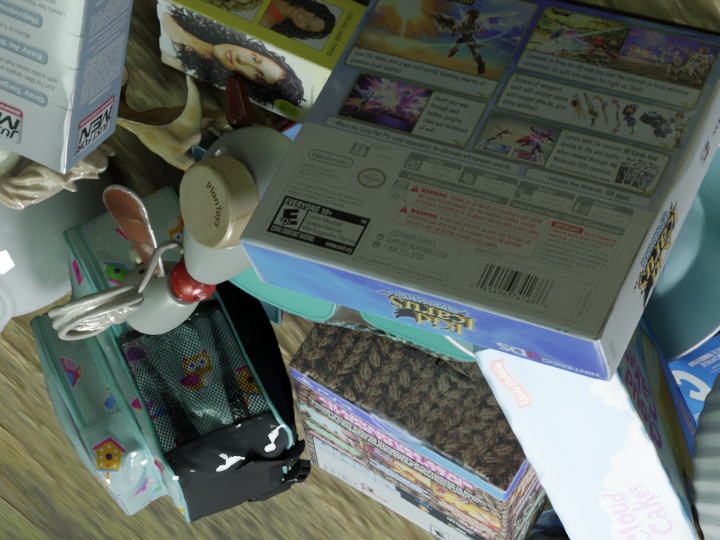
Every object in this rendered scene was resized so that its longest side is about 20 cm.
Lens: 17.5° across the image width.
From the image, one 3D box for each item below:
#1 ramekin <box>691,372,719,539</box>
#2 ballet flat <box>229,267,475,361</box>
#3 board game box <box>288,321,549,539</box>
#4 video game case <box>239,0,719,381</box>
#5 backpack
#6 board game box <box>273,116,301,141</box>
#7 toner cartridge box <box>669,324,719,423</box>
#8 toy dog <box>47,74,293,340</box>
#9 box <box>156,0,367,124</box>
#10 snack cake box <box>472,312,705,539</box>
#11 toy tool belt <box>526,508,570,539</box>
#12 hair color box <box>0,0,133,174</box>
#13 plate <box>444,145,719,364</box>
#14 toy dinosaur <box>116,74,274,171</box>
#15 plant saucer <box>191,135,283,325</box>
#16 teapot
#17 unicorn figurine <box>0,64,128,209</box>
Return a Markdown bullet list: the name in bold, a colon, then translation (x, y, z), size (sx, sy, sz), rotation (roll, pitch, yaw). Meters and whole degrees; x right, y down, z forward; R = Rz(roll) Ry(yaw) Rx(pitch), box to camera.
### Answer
- **ramekin**: translation (0.271, 0.107, 1.251), size (0.200, 0.201, 0.105), rotation (36, 163, -17)
- **ballet flat**: translation (0.000, 0.000, 1.425), size (0.199, 0.075, 0.074), rotation (22, 155, 10)
- **board game box**: translation (0.050, 0.095, 1.520), size (0.159, 0.097, 0.200), rotation (30, 162, 13)
- **video game case**: translation (0.067, -0.053, 1.166), size (0.199, 0.182, 0.046), rotation (16, 154, 25)
- **backpack**: translation (-0.129, 0.054, 1.510), size (0.152, 0.201, 0.176), rotation (-17, 166, -2)
- **board game box**: translation (0.028, -0.032, 1.440), size (0.200, 0.020, 0.103), rotation (37, 156, -17)
- **toner cartridge box**: translation (0.217, 0.068, 1.405), size (0.095, 0.043, 0.200), rotation (31, 155, -9)
- **toy dog**: translation (-0.091, -0.039, 1.333), size (0.199, 0.097, 0.132), rotation (-27, 164, 31)
- **box**: translation (-0.015, -0.113, 1.295), size (0.199, 0.050, 0.075), rotation (23, 155, 10)
- **snack cake box**: translation (0.124, 0.065, 1.258), size (0.067, 0.115, 0.201), rotation (-18, 128, 15)
- **toy tool belt**: translation (0.145, 0.210, 1.646), size (0.124, 0.124, 0.200), rotation (-13, 150, 10)
- **hair color box**: translation (-0.175, -0.163, 1.249), size (0.098, 0.061, 0.201), rotation (22, 124, 14)
- **plate**: translation (0.121, -0.020, 1.279), size (0.198, 0.026, 0.201), rotation (0, 131, 1)
- **toy dinosaur**: translation (-0.107, -0.080, 1.398), size (0.100, 0.059, 0.200), rotation (19, 178, -24)
- **plant saucer**: translation (-0.077, -0.026, 1.558), size (0.070, 0.019, 0.200), rotation (29, 155, 11)
- **teapot**: translation (-0.272, -0.033, 1.599), size (0.200, 0.147, 0.197), rotation (41, 152, -23)
- **unicorn figurine**: translation (-0.207, -0.122, 1.396), size (0.137, 0.201, 0.074), rotation (-34, 133, 29)
